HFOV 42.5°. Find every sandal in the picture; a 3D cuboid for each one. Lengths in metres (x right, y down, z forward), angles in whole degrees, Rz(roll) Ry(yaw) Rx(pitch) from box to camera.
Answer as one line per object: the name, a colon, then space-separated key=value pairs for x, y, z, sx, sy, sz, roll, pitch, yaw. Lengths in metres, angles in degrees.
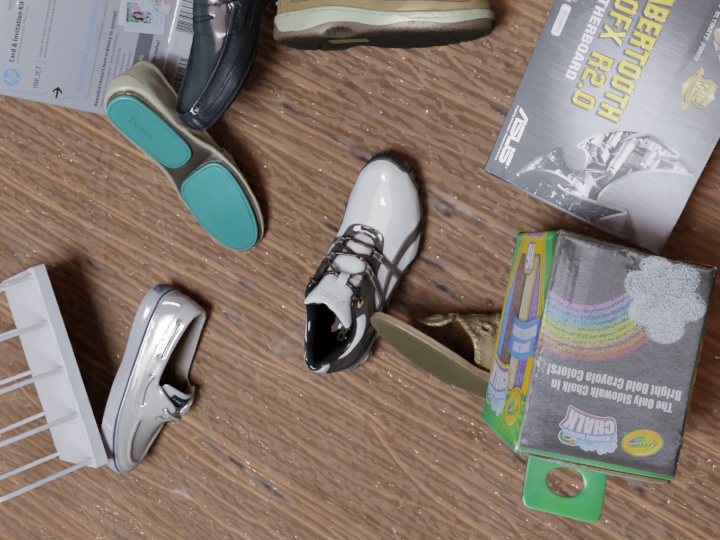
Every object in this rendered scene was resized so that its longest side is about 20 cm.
sandal: x=0.111 y=0.073 z=0.798 sx=0.209 sy=0.078 sz=0.070 roll=33 pitch=73 yaw=2

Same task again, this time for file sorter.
file sorter: x=-0.356 y=0.116 z=0.919 sx=0.138 sy=0.123 sz=0.204 roll=-11 pitch=98 yaw=57

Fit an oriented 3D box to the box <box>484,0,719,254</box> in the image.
box: x=0.206 y=-0.138 z=0.717 sx=0.156 sy=0.048 sz=0.203 roll=28 pitch=110 yaw=15

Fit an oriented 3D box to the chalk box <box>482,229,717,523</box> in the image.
chalk box: x=0.169 y=0.081 z=0.698 sx=0.121 sy=0.124 sz=0.205 roll=12 pitch=92 yaw=-4

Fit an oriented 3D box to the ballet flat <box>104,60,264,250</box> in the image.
ballet flat: x=-0.151 y=-0.106 z=0.844 sx=0.068 sy=0.070 sz=0.201 roll=-21 pitch=126 yaw=23

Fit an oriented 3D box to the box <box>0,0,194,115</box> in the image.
box: x=-0.233 y=-0.220 z=0.804 sx=0.041 sy=0.196 sz=0.159 roll=40 pitch=118 yaw=51

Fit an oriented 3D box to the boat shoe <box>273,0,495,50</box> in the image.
boat shoe: x=0.016 y=-0.228 z=0.766 sx=0.195 sy=0.071 sz=0.078 roll=5 pitch=91 yaw=21

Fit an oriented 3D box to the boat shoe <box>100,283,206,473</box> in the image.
boat shoe: x=-0.200 y=0.119 z=0.920 sx=0.069 sy=0.071 sz=0.204 roll=23 pitch=102 yaw=18

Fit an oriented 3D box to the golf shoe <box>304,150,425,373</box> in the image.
golf shoe: x=0.000 y=0.000 z=0.802 sx=0.076 sy=0.094 sz=0.204 roll=18 pitch=105 yaw=18

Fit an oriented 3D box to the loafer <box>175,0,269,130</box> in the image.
loafer: x=-0.117 y=-0.221 z=0.784 sx=0.067 sy=0.070 sz=0.205 roll=18 pitch=86 yaw=46
